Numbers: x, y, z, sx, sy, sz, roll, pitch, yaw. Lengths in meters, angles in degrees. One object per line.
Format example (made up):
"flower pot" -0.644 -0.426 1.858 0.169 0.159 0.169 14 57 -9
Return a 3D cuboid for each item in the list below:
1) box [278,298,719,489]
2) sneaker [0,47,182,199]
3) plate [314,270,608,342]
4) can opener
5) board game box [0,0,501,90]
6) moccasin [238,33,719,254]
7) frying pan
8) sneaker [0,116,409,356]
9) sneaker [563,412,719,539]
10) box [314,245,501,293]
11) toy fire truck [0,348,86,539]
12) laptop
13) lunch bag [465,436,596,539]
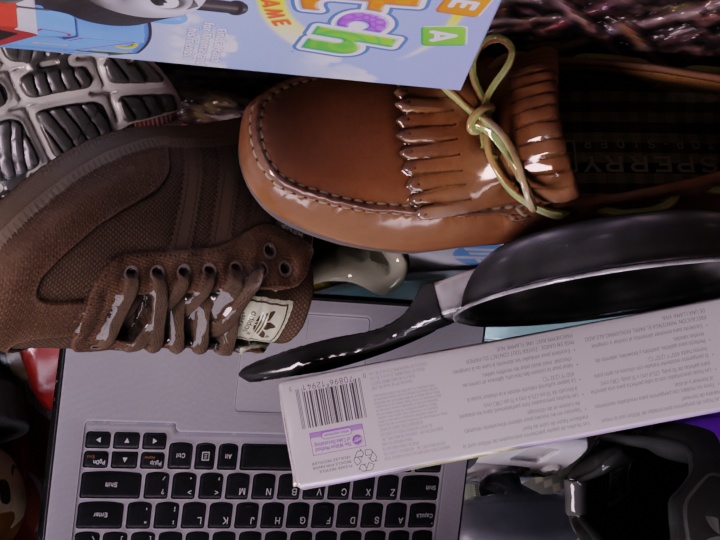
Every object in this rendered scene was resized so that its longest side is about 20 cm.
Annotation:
"box" 0.070 0.041 0.787 0.199 0.042 0.039 -11 175 -1
"sneaker" -0.162 -0.048 0.804 0.199 0.077 0.085 -14 -158 3
"plate" 0.055 0.041 0.970 0.199 0.026 0.200 2 163 1
"can opener" 0.030 0.093 0.970 0.199 0.067 0.053 7 148 -46
"board game box" -0.053 -0.106 0.657 0.198 0.037 0.151 4 161 -7
"moccasin" 0.058 -0.044 0.767 0.200 0.074 0.078 5 158 -11
"frying pan" 0.060 0.009 0.784 0.189 0.031 0.115 -15 169 40
"sneaker" -0.055 -0.005 0.763 0.200 0.075 0.071 -25 151 -49
"sneaker" 0.121 0.071 0.850 0.099 0.070 0.200 -13 -170 -7
"box" 0.000 0.000 0.954 0.199 0.041 0.156 -7 160 21
"toy fire truck" -0.142 0.085 0.855 0.111 0.169 0.200 -11 167 1
"laptop" -0.010 0.114 0.800 0.186 0.202 0.116 4 -175 -35
"lunch bag" 0.057 0.137 1.168 0.167 0.140 0.200 -11 160 12
